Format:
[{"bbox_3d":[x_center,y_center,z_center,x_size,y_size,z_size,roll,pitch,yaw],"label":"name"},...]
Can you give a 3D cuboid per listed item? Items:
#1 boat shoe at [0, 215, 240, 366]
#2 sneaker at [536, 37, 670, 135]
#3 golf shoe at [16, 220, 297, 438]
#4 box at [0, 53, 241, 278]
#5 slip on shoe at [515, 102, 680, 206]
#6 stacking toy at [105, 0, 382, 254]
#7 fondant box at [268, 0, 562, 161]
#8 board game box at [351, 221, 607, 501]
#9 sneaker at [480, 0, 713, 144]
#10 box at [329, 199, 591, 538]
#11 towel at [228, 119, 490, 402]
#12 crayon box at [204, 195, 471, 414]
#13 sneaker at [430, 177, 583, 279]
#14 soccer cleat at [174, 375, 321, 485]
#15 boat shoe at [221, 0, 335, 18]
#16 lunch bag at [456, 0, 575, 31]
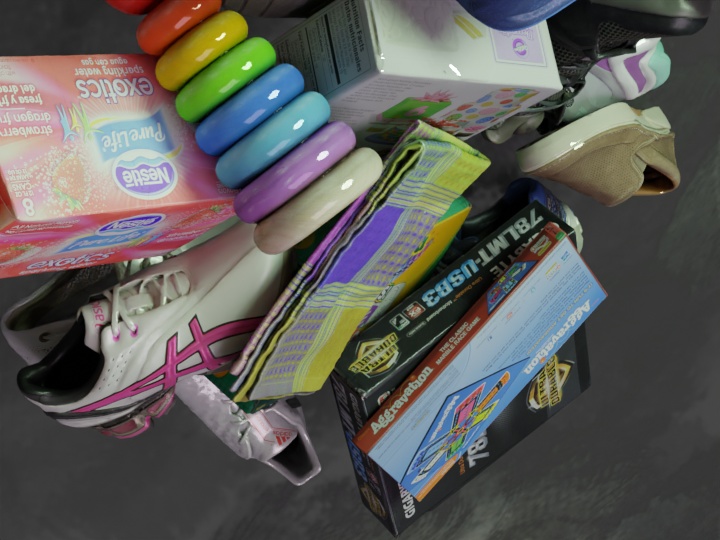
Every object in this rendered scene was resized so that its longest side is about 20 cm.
[{"bbox_3d":[-0.142,-0.002,1.218,0.200,0.071,0.069,-36,146,2],"label":"boat shoe"},{"bbox_3d":[0.135,-0.159,1.264,0.140,0.078,0.200,-31,143,-8],"label":"sneaker"},{"bbox_3d":[-0.123,0.034,1.154,0.200,0.073,0.092,-41,145,23],"label":"golf shoe"},{"bbox_3d":[-0.160,-0.060,1.060,0.103,0.095,0.200,-28,168,37],"label":"box"},{"bbox_3d":[0.176,-0.077,1.346,0.076,0.061,0.200,-25,173,26],"label":"slip on shoe"},{"bbox_3d":[-0.077,-0.110,1.043,0.085,0.200,0.085,-37,-175,4],"label":"stacking toy"},{"bbox_3d":[0.001,-0.106,1.152,0.144,0.058,0.200,0,165,-39],"label":"fondant box"},{"bbox_3d":[0.085,0.065,1.304,0.200,0.019,0.103,-47,145,-4],"label":"board game box"},{"bbox_3d":[0.133,-0.134,1.168,0.076,0.199,0.114,-11,104,-46],"label":"sneaker"},{"bbox_3d":[0.076,0.075,1.364,0.198,0.050,0.200,-37,145,-19],"label":"box"},{"bbox_3d":[0.000,0.000,1.163,0.200,0.023,0.144,-53,163,9],"label":"towel"},{"bbox_3d":[-0.017,0.007,1.280,0.200,0.058,0.119,-28,152,-53],"label":"crayon box"},{"bbox_3d":[0.071,0.003,1.405,0.200,0.077,0.085,-44,140,-6],"label":"sneaker"},{"bbox_3d":[-0.086,0.092,1.354,0.069,0.085,0.200,-37,144,1],"label":"soccer cleat"},{"bbox_3d":[-0.003,-0.185,1.115,0.200,0.073,0.074,8,160,-42],"label":"boat shoe"},{"bbox_3d":[0.078,-0.239,1.026,0.136,0.200,0.132,-33,141,-8],"label":"lunch bag"}]
